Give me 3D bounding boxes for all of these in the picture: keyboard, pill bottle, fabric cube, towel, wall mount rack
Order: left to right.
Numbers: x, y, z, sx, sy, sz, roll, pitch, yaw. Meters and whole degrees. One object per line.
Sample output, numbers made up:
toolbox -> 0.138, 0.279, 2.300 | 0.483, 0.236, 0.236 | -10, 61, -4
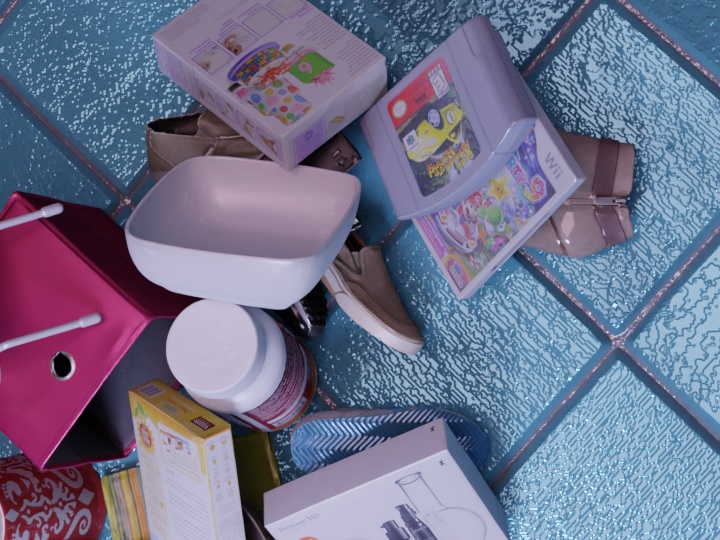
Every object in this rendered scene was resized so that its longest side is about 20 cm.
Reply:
wall mount rack -> -0.352, 0.024, 1.511 | 0.173, 0.074, 0.201 | -25, 78, 19
fabric cube -> -0.295, 0.061, 1.627 | 0.199, 0.200, 0.197 | 41, 99, 15
towel -> -0.179, 0.235, 1.680 | 0.199, 0.018, 0.087 | -18, 83, 14
pill bottle -> -0.117, 0.093, 1.566 | 0.109, 0.200, 0.110 | -3, 75, 12
keyboard -> -0.078, -0.055, 1.597 | 0.200, 0.021, 0.127 | -41, 74, 4

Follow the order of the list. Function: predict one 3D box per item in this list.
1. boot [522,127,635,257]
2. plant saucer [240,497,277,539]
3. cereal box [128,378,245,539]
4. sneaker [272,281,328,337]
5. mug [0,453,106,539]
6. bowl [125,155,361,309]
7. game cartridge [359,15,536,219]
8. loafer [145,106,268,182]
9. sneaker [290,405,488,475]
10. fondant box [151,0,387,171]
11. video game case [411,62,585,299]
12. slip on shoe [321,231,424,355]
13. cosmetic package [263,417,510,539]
boot -> 0.198, -0.112, 1.568 | 0.145, 0.070, 0.201 | -4, 87, 10
plant saucer -> -0.122, 0.312, 1.605 | 0.200, 0.032, 0.202 | 23, 120, 48
cereal box -> -0.167, 0.222, 1.563 | 0.144, 0.039, 0.201 | 24, 127, 48
sneaker -> -0.111, -0.002, 1.650 | 0.090, 0.070, 0.201 | -37, 74, 19
mug -> -0.347, 0.261, 1.632 | 0.177, 0.200, 0.134 | 26, 94, 16
bowl -> -0.108, -0.033, 1.511 | 0.198, 0.200, 0.075 | 8, 121, 13
game cartridge -> 0.082, -0.137, 1.539 | 0.200, 0.041, 0.134 | -39, 70, 44
loafer -> -0.139, -0.147, 1.646 | 0.199, 0.075, 0.070 | -16, 118, 14
sneaker -> 0.029, 0.168, 1.594 | 0.199, 0.081, 0.077 | 4, 95, -4
fondant box -> -0.091, -0.209, 1.601 | 0.144, 0.058, 0.200 | -39, 60, -23
video game case -> 0.121, -0.085, 1.545 | 0.200, 0.018, 0.144 | -48, 62, 40
slip on shoe -> 0.000, 0.000, 1.612 | 0.061, 0.076, 0.200 | -48, 69, 15
cosmetic package -> 0.026, 0.243, 1.557 | 0.199, 0.052, 0.151 | -25, 123, 14
